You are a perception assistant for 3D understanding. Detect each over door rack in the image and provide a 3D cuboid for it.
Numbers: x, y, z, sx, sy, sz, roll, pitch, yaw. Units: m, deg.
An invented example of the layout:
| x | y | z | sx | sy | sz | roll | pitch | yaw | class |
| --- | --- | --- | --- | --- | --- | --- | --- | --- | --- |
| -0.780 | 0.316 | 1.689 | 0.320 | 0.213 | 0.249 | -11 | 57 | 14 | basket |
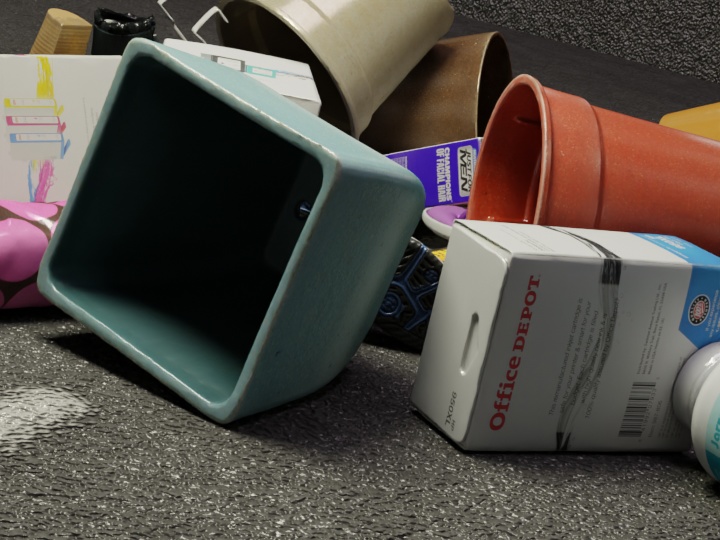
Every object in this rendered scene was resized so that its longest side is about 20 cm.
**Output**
| x | y | z | sx | sy | sz | roll | pitch | yaw | class |
| --- | --- | --- | --- | --- | --- | --- | --- | --- | --- |
| -0.148 | -0.178 | 1.851 | 0.067 | 0.200 | 0.148 | -28 | 27 | -10 | over door rack |

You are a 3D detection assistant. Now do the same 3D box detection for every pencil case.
| x | y | z | sx | sy | sz | roll | pitch | yaw | class |
| --- | --- | --- | --- | --- | --- | --- | --- | --- | --- |
| -0.257 | -0.019 | 1.330 | 0.200 | 0.091 | 0.094 | 1 | 23 | -42 | pencil case |

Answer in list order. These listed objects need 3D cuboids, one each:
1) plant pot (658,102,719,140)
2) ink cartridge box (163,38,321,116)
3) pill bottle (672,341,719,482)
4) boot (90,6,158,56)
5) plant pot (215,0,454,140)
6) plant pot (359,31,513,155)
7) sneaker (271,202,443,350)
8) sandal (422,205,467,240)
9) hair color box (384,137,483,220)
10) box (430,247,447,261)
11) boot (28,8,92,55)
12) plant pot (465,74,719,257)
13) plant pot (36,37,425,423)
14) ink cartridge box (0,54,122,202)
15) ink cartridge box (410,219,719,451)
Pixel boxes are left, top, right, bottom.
| x | y | z | sx | sy | sz | roll | pitch | yaw | class |
| --- | --- | --- | --- | --- | --- | --- | --- | --- | --- |
| 0.435 | -0.116 | 2.082 | 0.183 | 0.200 | 0.200 | 1 | 10 | 23 | plant pot |
| -0.123 | -0.116 | 1.679 | 0.146 | 0.147 | 0.200 | 10 | 14 | -7 | ink cartridge box |
| 0.300 | 0.115 | 1.238 | 0.111 | 0.111 | 0.200 | 2 | 17 | -33 | pill bottle |
| -0.229 | -0.152 | 1.693 | 0.073 | 0.163 | 0.198 | 10 | 15 | -3 | boot |
| -0.013 | -0.244 | 1.861 | 0.183 | 0.201 | 0.200 | -41 | 42 | -22 | plant pot |
| 0.050 | -0.164 | 1.979 | 0.200 | 0.187 | 0.187 | 3 | 12 | 17 | plant pot |
| 0.008 | -0.012 | 1.451 | 0.200 | 0.076 | 0.077 | 39 | 10 | -3 | sneaker |
| 0.143 | -0.038 | 1.633 | 0.203 | 0.050 | 0.082 | 22 | 17 | 41 | sandal |
| 0.093 | -0.086 | 1.776 | 0.109 | 0.065 | 0.200 | 1 | -5 | -36 | hair color box |
| 0.130 | 0.016 | 1.605 | 0.137 | 0.040 | 0.200 | 20 | 17 | 30 | box |
| -0.232 | -0.121 | 1.572 | 0.071 | 0.144 | 0.201 | -2 | 31 | -43 | boot |
| 0.203 | -0.040 | 1.444 | 0.195 | 0.201 | 0.201 | 8 | 15 | -12 | plant pot |
| -0.068 | -0.029 | 1.293 | 0.196 | 0.196 | 0.200 | 32 | 17 | 28 | plant pot |
| -0.295 | -0.098 | 1.444 | 0.200 | 0.125 | 0.129 | -6 | -2 | -43 | ink cartridge box |
| 0.150 | 0.047 | 1.299 | 0.200 | 0.145 | 0.084 | 4 | 17 | -30 | ink cartridge box |
